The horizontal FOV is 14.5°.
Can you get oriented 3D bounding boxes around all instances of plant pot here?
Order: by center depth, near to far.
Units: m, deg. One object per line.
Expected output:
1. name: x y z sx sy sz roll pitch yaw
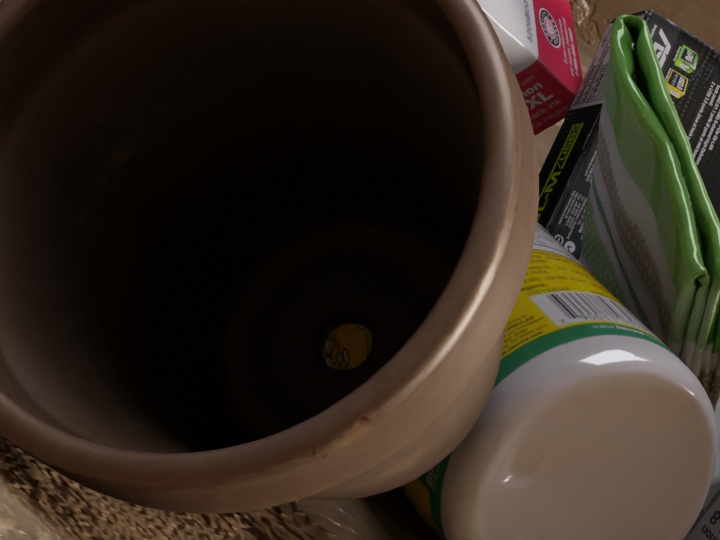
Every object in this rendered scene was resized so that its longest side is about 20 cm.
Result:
1. plant pot: -0.027 0.002 0.940 0.200 0.200 0.175 39 -7 26

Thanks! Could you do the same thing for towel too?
1. towel: 0.111 0.015 1.161 0.031 0.200 0.149 -9 50 -9

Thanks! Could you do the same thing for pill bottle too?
1. pill bottle: 0.046 0.036 1.112 0.113 0.113 0.200 26 14 -35

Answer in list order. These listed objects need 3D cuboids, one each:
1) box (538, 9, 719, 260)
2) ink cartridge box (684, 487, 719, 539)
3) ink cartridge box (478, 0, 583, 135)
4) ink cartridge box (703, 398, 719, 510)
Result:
1. box: 0.169 0.005 1.382 0.193 0.200 0.048 29 -13 -20
2. ink cartridge box: 0.242 0.146 1.112 0.200 0.145 0.145 25 14 -35
3. ink cartridge box: 0.017 -0.164 1.386 0.200 0.083 0.145 39 34 -41
4. ink cartridge box: 0.234 0.075 1.253 0.200 0.145 0.084 42 30 -52
